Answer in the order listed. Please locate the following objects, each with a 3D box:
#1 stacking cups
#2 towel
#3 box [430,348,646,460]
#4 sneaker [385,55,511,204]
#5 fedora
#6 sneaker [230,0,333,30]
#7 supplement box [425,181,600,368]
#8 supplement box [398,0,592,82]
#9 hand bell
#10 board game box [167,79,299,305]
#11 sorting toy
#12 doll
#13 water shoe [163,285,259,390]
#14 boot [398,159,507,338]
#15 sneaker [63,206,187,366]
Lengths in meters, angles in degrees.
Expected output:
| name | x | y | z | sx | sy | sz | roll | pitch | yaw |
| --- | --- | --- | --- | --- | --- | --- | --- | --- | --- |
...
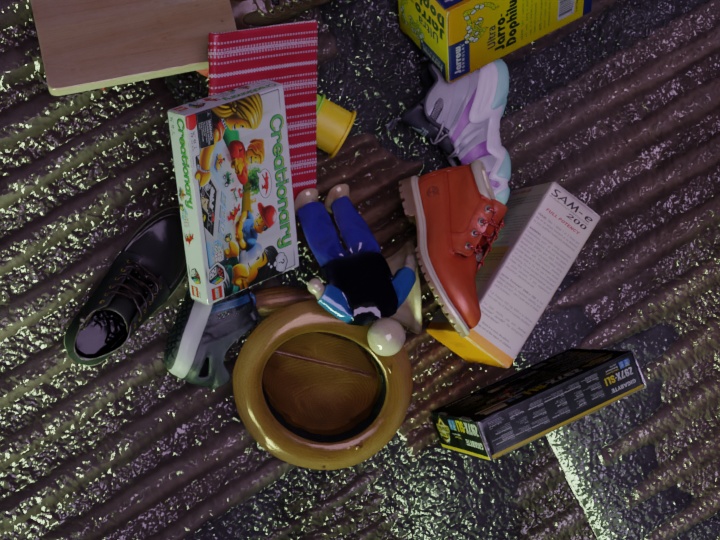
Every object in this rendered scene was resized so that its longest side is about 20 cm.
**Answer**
| name | x | y | z | sx | sy | sz | roll | pitch | yaw |
| --- | --- | --- | --- | --- | --- | --- | --- | --- | --- |
| stacking cups | -0.104 | -0.193 | 1.495 | 0.198 | 0.060 | 0.061 | 27 | 82 | -10 |
| towel | -0.102 | -0.155 | 1.422 | 0.144 | 0.022 | 0.203 | -17 | 117 | -41 |
| box | 0.194 | 0.145 | 1.517 | 0.198 | 0.160 | 0.050 | -22 | 96 | -16 |
| sneaker | 0.096 | -0.146 | 1.543 | 0.138 | 0.078 | 0.203 | 2 | 79 | -14 |
| fedora | -0.044 | 0.117 | 1.482 | 0.198 | 0.082 | 0.203 | -3 | 103 | -11 |
| sneaker | -0.064 | -0.319 | 1.495 | 0.198 | 0.075 | 0.071 | -25 | 96 | -15 |
| supplement box | 0.170 | 0.006 | 1.531 | 0.073 | 0.126 | 0.201 | 34 | 81 | -12 |
| supplement box | 0.151 | -0.318 | 1.518 | 0.199 | 0.110 | 0.109 | -28 | 56 | -15 |
| hand bell | -0.036 | 0.026 | 1.505 | 0.197 | 0.104 | 0.106 | -5 | 90 | -3 |
| board game box | -0.126 | -0.080 | 1.385 | 0.126 | 0.034 | 0.202 | -24 | 121 | -38 |
| sorting toy | -0.243 | -0.284 | 1.422 | 0.197 | 0.070 | 0.201 | -12 | 77 | -11 |
| doll | 0.000 | 0.000 | 1.435 | 0.135 | 0.049 | 0.201 | -9 | 58 | -27 |
| water shoe | -0.144 | 0.030 | 1.469 | 0.078 | 0.071 | 0.202 | 28 | 77 | -21 |
| boot | 0.112 | -0.029 | 1.457 | 0.106 | 0.075 | 0.202 | -18 | 61 | 10 |
| sneaker | -0.231 | 0.019 | 1.425 | 0.075 | 0.106 | 0.201 | 37 | 80 | -12 |
